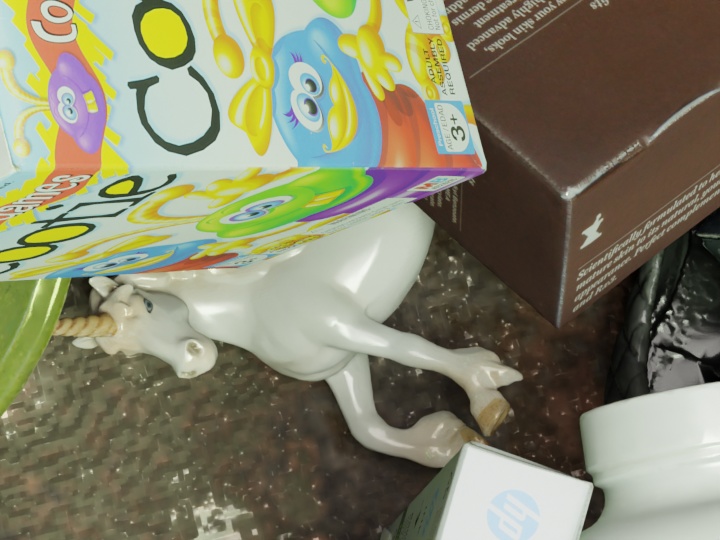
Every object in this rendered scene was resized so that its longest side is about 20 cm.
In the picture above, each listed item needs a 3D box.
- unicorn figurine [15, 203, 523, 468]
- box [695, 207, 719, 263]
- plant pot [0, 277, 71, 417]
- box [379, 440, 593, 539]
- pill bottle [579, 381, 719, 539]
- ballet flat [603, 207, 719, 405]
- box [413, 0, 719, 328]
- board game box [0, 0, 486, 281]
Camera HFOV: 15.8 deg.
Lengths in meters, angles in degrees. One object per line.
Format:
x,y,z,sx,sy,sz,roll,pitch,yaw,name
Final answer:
0.000,0.000,0.863,0.137,0.074,0.200,32,62,11,unicorn figurine
0.231,0.012,0.861,0.159,0.046,0.200,-43,104,-13,box
-0.210,-0.025,0.741,0.199,0.190,0.201,0,89,22,plant pot
0.013,0.142,0.762,0.041,0.200,0.157,18,76,-1,box
0.112,0.134,0.736,0.110,0.111,0.201,-8,80,-8,pill bottle
0.128,-0.020,0.870,0.066,0.057,0.201,12,86,-7,ballet flat
0.032,-0.086,0.835,0.100,0.075,0.200,-34,59,-23,box
-0.072,-0.059,0.715,0.105,0.200,0.104,-21,79,35,board game box
